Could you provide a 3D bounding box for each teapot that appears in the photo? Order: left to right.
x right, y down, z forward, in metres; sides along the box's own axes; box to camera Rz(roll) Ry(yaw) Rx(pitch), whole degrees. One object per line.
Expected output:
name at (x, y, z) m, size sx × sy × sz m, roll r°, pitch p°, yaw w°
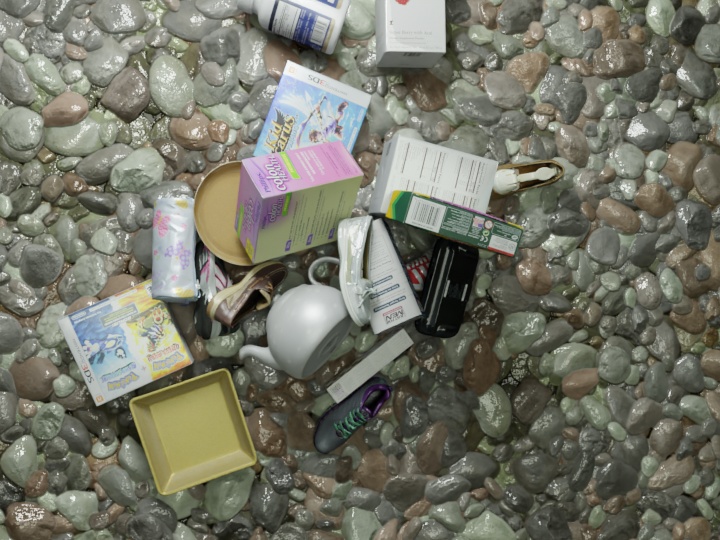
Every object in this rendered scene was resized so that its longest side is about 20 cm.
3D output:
teapot at (-0.108, 0.094, 1.327) m, size 0.146 × 0.200 × 0.198 m, roll 40°, pitch 128°, yaw 14°

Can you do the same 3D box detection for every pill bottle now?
pill bottle at (-0.128, -0.501, 1.323) m, size 0.199 × 0.111 × 0.112 m, roll 20°, pitch 89°, yaw -9°

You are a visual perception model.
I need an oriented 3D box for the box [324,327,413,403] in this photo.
box at (0.017, 0.191, 1.409) m, size 0.200 × 0.039 × 0.042 m, roll -39°, pitch 98°, yaw -5°

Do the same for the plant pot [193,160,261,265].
plant pot at (-0.227, -0.109, 1.339) m, size 0.199 × 0.027 × 0.202 m, roll 2°, pitch 85°, yaw -28°

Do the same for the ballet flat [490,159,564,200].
ballet flat at (0.329, -0.189, 1.424) m, size 0.198 × 0.072 × 0.068 m, roll -10°, pitch 95°, yaw -8°

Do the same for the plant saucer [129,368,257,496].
plant saucer at (-0.324, 0.311, 1.359) m, size 0.198 × 0.048 × 0.202 m, roll -18°, pitch 95°, yaw -8°

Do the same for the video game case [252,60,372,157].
video game case at (-0.095, -0.284, 1.371) m, size 0.180 × 0.045 × 0.201 m, roll 20°, pitch 89°, yaw -8°

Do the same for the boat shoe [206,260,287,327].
boat shoe at (-0.196, 0.047, 1.309) m, size 0.072 × 0.200 × 0.073 m, roll 28°, pitch 126°, yaw 23°

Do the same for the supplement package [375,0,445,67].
supplement package at (0.094, -0.510, 1.351) m, size 0.120 × 0.120 × 0.202 m, roll -2°, pitch 92°, yaw -7°

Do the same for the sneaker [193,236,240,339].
sneaker at (-0.279, 0.034, 1.349) m, size 0.086 × 0.080 × 0.202 m, roll 5°, pitch 78°, yaw -46°

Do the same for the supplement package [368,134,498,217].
supplement package at (0.136, -0.160, 1.355) m, size 0.198 × 0.152 × 0.152 m, roll 13°, pitch 92°, yaw -9°

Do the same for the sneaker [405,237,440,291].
sneaker at (0.128, -0.015, 1.401) m, size 0.198 × 0.071 × 0.114 m, roll 2°, pitch 96°, yaw -16°

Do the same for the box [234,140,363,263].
box at (-0.117, -0.126, 1.272) m, size 0.199 × 0.176 × 0.097 m, roll -18°, pitch 59°, yaw -27°

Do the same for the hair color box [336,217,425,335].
hair color box at (0.039, 0.013, 1.330) m, size 0.099 × 0.061 × 0.201 m, roll -24°, pitch 78°, yaw 10°

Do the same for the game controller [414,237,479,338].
game controller at (0.173, 0.035, 1.373) m, size 0.104 × 0.042 × 0.202 m, roll 11°, pitch 97°, yaw -34°

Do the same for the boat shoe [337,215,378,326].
boat shoe at (0.000, -0.001, 1.274) m, size 0.064 × 0.074 × 0.204 m, roll -9°, pitch 76°, yaw 17°

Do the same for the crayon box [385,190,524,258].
crayon box at (0.156, -0.083, 1.199) m, size 0.199 × 0.173 × 0.059 m, roll 17°, pitch 94°, yaw -9°

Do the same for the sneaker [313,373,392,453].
sneaker at (-0.018, 0.289, 1.383) m, size 0.074 × 0.088 × 0.200 m, roll 44°, pitch 86°, yaw -8°

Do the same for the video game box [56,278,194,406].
video game box at (-0.449, 0.136, 1.335) m, size 0.199 × 0.047 × 0.183 m, roll -24°, pitch 98°, yaw -7°

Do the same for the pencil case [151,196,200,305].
pencil case at (-0.347, -0.037, 1.306) m, size 0.090 × 0.083 × 0.202 m, roll -7°, pitch 80°, yaw 23°
